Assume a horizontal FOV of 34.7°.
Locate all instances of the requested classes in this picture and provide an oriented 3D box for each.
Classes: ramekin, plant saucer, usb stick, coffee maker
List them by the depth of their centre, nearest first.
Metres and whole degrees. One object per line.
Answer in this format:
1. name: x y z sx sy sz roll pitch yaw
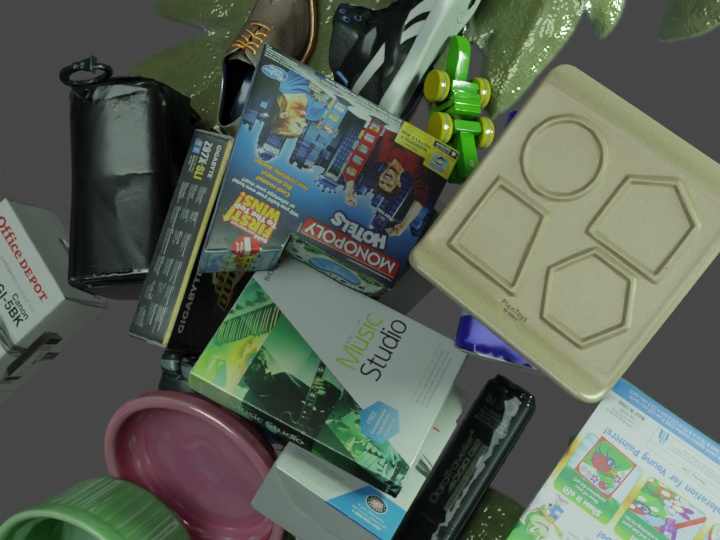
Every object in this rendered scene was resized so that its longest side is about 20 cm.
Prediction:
1. usb stick: 0.092 0.190 1.054 0.055 0.033 0.200 33 94 30
2. plant saucer: -0.149 0.192 1.096 0.200 0.051 0.201 15 125 22
3. ramekin: -0.247 0.297 1.102 0.199 0.098 0.201 9 112 24
4. coffee maker: -0.236 -0.078 1.140 0.134 0.192 0.201 -12 75 33

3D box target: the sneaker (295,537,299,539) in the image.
1. sneaker: -0.013 0.281 1.032 0.075 0.090 0.200 -33 77 39

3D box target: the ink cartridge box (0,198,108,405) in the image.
1. ink cartridge box: -0.393 0.042 1.243 0.200 0.083 0.147 -41 69 12

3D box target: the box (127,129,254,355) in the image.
1. box: -0.132 -0.018 1.107 0.049 0.160 0.201 17 87 22

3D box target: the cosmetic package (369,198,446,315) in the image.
1. cosmetic package: 0.000 0.000 1.093 0.200 0.090 0.107 -47 65 12

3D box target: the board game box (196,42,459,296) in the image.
1. board game box: -0.046 -0.062 0.997 0.200 0.062 0.200 29 67 -2

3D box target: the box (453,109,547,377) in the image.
1. box: 0.168 -0.011 0.973 0.105 0.184 0.201 12 86 20

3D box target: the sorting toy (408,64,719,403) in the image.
1. sorting toy: 0.163 -0.030 0.865 0.185 0.036 0.200 39 92 20

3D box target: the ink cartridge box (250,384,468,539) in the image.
1. ink cartridge box: 0.006 0.158 1.026 0.116 0.200 0.068 34 131 5

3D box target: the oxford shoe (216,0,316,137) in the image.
1. oxford shoe: -0.097 -0.225 1.173 0.071 0.073 0.201 11 85 23

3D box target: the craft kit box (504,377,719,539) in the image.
1. craft kit box: 0.248 0.227 0.980 0.200 0.049 0.198 36 93 23

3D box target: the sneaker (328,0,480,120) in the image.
1. sneaker: 0.037 -0.249 1.108 0.112 0.073 0.200 37 106 16

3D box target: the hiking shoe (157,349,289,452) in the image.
1. hiking shoe: -0.119 0.146 1.132 0.200 0.074 0.087 22 102 31

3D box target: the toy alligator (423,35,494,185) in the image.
1. toy alligator: 0.089 -0.122 1.096 0.054 0.059 0.201 -21 69 59

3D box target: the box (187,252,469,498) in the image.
1. box: -0.025 0.083 0.978 0.200 0.036 0.145 26 59 7
